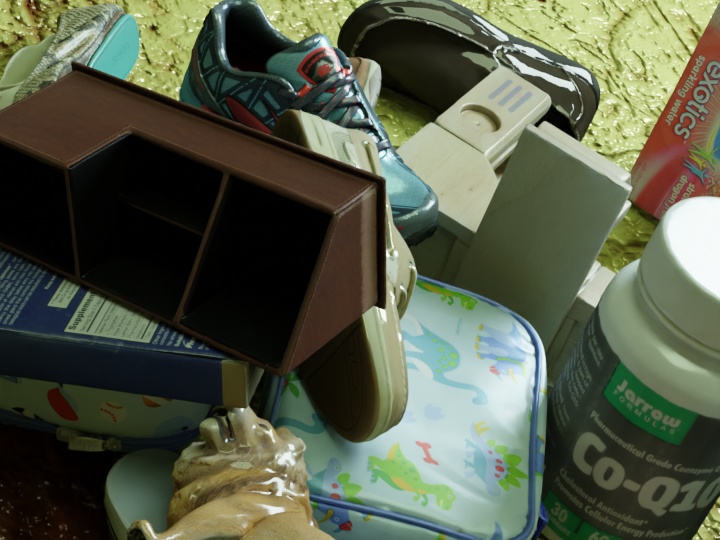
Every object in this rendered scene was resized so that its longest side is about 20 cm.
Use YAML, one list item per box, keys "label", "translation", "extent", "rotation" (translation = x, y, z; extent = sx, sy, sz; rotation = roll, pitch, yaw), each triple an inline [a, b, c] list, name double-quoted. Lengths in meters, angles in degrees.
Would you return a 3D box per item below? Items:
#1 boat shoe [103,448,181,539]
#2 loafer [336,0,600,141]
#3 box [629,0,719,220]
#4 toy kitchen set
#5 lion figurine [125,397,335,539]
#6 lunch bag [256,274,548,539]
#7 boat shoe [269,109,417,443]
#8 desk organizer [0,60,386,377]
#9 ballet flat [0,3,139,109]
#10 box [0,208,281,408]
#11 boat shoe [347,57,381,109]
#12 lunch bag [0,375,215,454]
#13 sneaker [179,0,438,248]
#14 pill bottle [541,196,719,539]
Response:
- label: "boat shoe"
  translation: [-0.077, 0.176, 0.850]
  extent: [0.073, 0.068, 0.200]
  rotation: [-12, 43, -29]
- label: "loafer"
  translation: [0.080, -0.137, 1.273]
  extent: [0.199, 0.073, 0.072]
  rotation: [15, 38, -9]
- label: "box"
  translation: [0.277, -0.116, 1.242]
  extent: [0.102, 0.201, 0.095]
  rotation: [37, 39, 16]
- label: "toy kitchen set"
  translation: [0.131, -0.048, 1.127]
  extent: [0.199, 0.164, 0.180]
  rotation: [33, 40, 13]
- label: "lion figurine"
  translation: [-0.027, 0.133, 0.789]
  extent: [0.122, 0.073, 0.200]
  rotation: [-14, 37, -43]
- label: "lunch bag"
  translation: [0.023, 0.090, 0.981]
  extent: [0.160, 0.083, 0.201]
  rotation: [15, 39, -5]
- label: "boat shoe"
  translation: [0.000, 0.000, 0.947]
  extent: [0.065, 0.072, 0.201]
  rotation: [7, 48, -29]
- label: "desk organizer"
  translation: [-0.089, -0.028, 0.857]
  extent: [0.199, 0.072, 0.077]
  rotation: [22, 40, 31]
- label: "ballet flat"
  translation: [-0.195, -0.109, 1.132]
  extent: [0.075, 0.068, 0.200]
  rotation: [0, 33, 8]
- label: "box"
  translation: [-0.135, 0.010, 0.889]
  extent: [0.198, 0.033, 0.121]
  rotation: [8, 33, 10]
- label: "boat shoe"
  translation: [-0.037, -0.084, 1.161]
  extent: [0.071, 0.076, 0.200]
  rotation: [21, 37, 1]
- label: "lunch bag"
  translation: [-0.124, 0.017, 0.975]
  extent: [0.159, 0.076, 0.200]
  rotation: [11, 39, 15]
- label: "sneaker"
  translation: [-0.032, -0.088, 1.051]
  extent: [0.200, 0.096, 0.079]
  rotation: [37, 47, 24]
- label: "pill bottle"
  translation: [0.169, 0.064, 0.987]
  extent: [0.112, 0.201, 0.114]
  rotation: [13, 40, -11]
